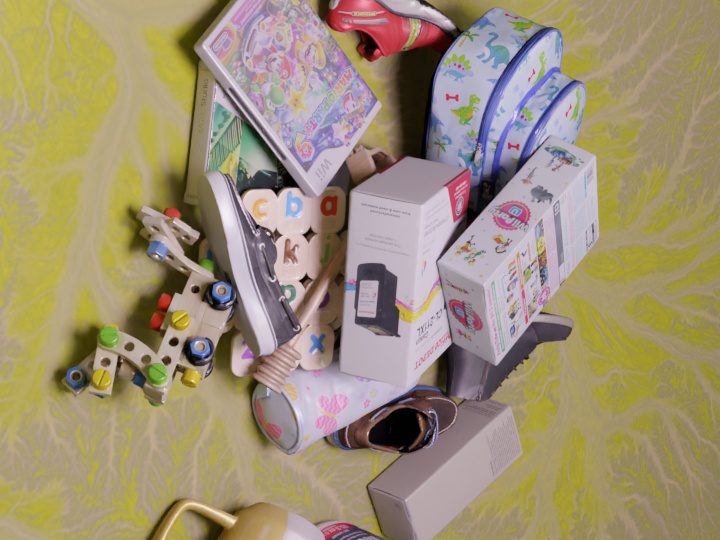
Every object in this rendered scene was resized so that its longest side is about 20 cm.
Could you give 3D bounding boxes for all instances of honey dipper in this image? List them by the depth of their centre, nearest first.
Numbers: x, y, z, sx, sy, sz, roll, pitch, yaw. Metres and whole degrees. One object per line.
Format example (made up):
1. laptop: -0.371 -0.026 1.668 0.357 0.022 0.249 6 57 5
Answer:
1. honey dipper: -0.046 0.033 1.566 0.038 0.038 0.201 38 82 -43

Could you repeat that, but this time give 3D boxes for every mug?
1. mug: -0.114 0.321 1.587 0.187 0.148 0.154 53 56 -46

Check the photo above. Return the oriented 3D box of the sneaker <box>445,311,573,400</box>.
1. sneaker: 0.176 0.101 1.859 0.199 0.075 0.107 0 97 -35

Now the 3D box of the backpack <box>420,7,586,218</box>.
1. backpack: 0.162 -0.175 1.672 0.183 0.146 0.201 -48 151 -35

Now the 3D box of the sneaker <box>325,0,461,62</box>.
1. sneaker: 0.034 -0.262 1.642 0.199 0.077 0.085 17 108 -45

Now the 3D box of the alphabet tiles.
1. alphabet tiles: -0.076 0.010 1.569 0.198 0.015 0.198 -4 107 -29

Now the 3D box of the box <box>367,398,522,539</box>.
1. box: 0.105 0.240 1.829 0.199 0.068 0.083 -35 123 -33

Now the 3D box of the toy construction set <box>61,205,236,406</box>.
1. toy construction set: -0.194 0.043 1.465 0.092 0.130 0.202 101 7 -78

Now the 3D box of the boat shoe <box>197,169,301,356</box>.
1. boat shoe: -0.109 -0.012 1.496 0.056 0.069 0.202 -25 116 -20

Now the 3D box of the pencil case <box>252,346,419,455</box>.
1. pencil case: -0.023 0.123 1.662 0.199 0.083 0.092 -27 114 -37

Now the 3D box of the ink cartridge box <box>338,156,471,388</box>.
1. ink cartridge box: 0.047 0.000 1.577 0.146 0.082 0.202 -38 136 -60

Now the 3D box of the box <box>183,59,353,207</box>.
1. box: -0.088 -0.135 1.564 0.199 0.036 0.146 -1 101 -43

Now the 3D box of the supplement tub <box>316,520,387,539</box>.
1. supplement tub: 0.017 0.370 1.682 0.140 0.199 0.142 -13 109 -42

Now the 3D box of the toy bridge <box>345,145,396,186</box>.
1. toy bridge: 0.034 -0.097 1.674 0.200 0.027 0.068 32 33 -60

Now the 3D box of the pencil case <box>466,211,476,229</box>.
1. pencil case: 0.152 -0.040 1.749 0.094 0.090 0.201 56 44 -34

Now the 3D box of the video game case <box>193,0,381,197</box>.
1. video game case: -0.069 -0.194 1.529 0.200 0.018 0.144 52 53 -27

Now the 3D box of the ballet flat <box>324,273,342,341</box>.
1. ballet flat: 0.000 0.000 1.665 0.201 0.069 0.070 -54 132 -20

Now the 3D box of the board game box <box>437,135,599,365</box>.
1. board game box: 0.172 -0.021 1.607 0.200 0.064 0.148 -48 149 -24

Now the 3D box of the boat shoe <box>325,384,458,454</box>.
1. boat shoe: 0.052 0.182 1.757 0.199 0.072 0.073 -8 106 -43
